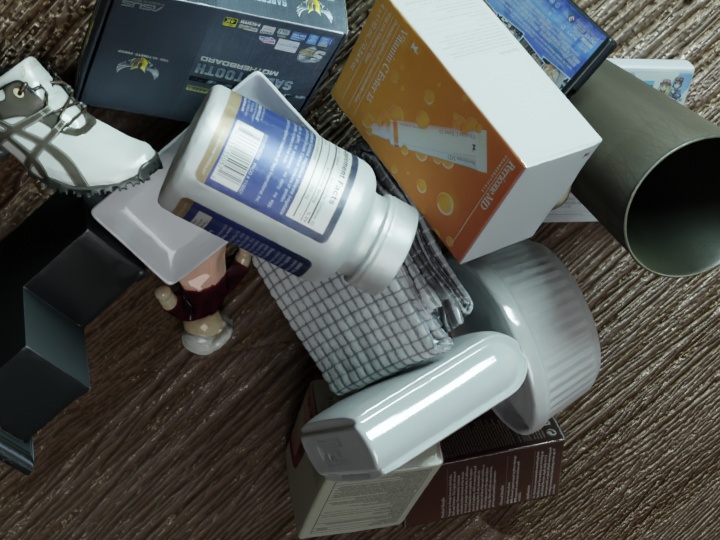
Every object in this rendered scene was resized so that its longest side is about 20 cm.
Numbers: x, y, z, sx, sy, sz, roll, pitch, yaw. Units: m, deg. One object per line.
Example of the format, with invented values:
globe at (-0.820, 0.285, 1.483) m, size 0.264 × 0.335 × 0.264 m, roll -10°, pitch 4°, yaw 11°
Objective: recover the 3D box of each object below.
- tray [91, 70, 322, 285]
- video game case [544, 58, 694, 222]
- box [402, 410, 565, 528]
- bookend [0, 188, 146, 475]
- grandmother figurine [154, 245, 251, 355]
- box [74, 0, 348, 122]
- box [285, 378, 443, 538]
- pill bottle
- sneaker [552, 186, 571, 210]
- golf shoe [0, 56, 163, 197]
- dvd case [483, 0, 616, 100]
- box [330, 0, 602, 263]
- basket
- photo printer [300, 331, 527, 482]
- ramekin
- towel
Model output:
tray at (-0.131, -0.081, 1.073) m, size 0.199 × 0.022 × 0.107 m, roll -37°, pitch 121°, yaw 14°
video game case at (0.225, -0.130, 1.244) m, size 0.198 × 0.022 × 0.184 m, roll -1°, pitch 126°, yaw -16°
box at (0.137, 0.230, 1.453) m, size 0.198 × 0.075 × 0.101 m, roll -10°, pitch 129°, yaw -12°
bookend at (-0.270, 0.037, 1.099) m, size 0.200 × 0.199 × 0.092 m, roll -40°, pitch 127°, yaw 12°
grandmother figurine at (-0.154, 0.003, 1.197) m, size 0.120 × 0.061 × 0.201 m, roll -21°, pitch 138°, yaw -27°
box at (-0.129, -0.188, 1.033) m, size 0.198 × 0.052 × 0.158 m, roll 8°, pitch 150°, yaw -22°
box at (-0.002, 0.200, 1.316) m, size 0.126 × 0.110 × 0.200 m, roll -5°, pitch 152°, yaw -15°
pill bottle at (-0.057, -0.060, 1.005) m, size 0.199 × 0.111 × 0.111 m, roll 27°, pitch 116°, yaw -13°
sneaker at (0.121, -0.095, 1.145) m, size 0.075 × 0.199 × 0.071 m, roll 18°, pitch 91°, yaw -53°
golf shoe at (-0.260, -0.125, 1.015) m, size 0.198 × 0.078 × 0.095 m, roll 14°, pitch 123°, yaw 9°
dvd case at (0.119, -0.170, 1.102) m, size 0.200 × 0.143 × 0.017 m, roll -49°, pitch 148°, yaw 18°
box at (0.083, -0.129, 1.018) m, size 0.097 × 0.201 × 0.125 m, roll -20°, pitch 154°, yaw -38°
basket at (0.244, -0.107, 1.111) m, size 0.179 × 0.200 × 0.137 m, roll 15°, pitch 114°, yaw -41°
photo printer at (0.056, 0.124, 1.161) m, size 0.199 × 0.166 × 0.070 m, roll -29°, pitch 91°, yaw -24°
ramekin at (0.167, 0.060, 1.264) m, size 0.093 × 0.203 × 0.204 m, roll -23°, pitch 130°, yaw -14°
towel at (0.000, 0.000, 1.148) m, size 0.165 × 0.085 × 0.201 m, roll -30°, pitch 94°, yaw 45°
